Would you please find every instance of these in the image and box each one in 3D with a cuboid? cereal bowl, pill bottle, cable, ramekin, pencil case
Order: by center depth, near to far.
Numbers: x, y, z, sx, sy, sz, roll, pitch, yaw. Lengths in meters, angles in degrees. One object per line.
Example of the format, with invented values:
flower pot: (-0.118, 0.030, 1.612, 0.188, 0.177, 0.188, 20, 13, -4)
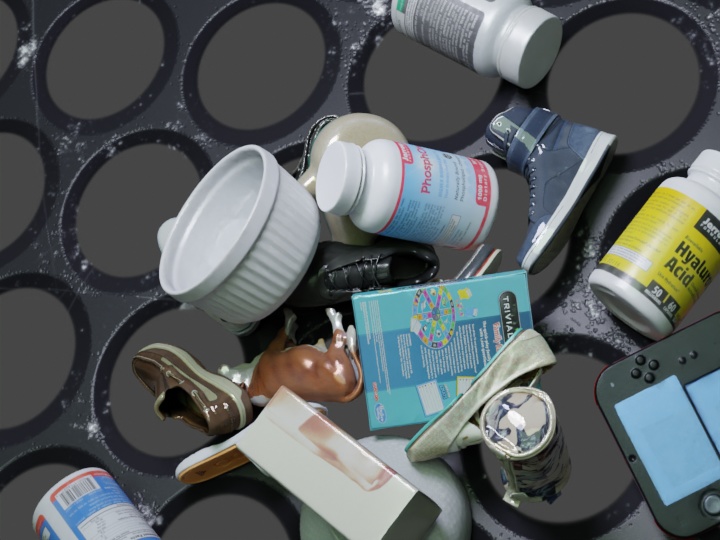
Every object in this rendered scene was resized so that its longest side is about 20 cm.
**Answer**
pencil case: (0.174, 0.187, 1.457, 0.077, 0.200, 0.090, 20, 73, 21)
pill bottle: (0.353, -0.032, 1.538, 0.111, 0.111, 0.201, 35, 83, 28)
cereal bowl: (0.020, 0.275, 1.542, 0.197, 0.083, 0.203, -7, 65, 16)
pill bottle: (-0.285, 0.335, 1.607, 0.112, 0.112, 0.200, -43, 61, -2)
pill bottle: (0.053, -0.091, 1.613, 0.198, 0.109, 0.110, 10, 68, -26)
ramekin: (-0.135, -0.035, 1.616, 0.200, 0.105, 0.202, -38, 34, 31)
pill bottle: (0.144, -0.310, 1.728, 0.199, 0.113, 0.114, 32, 81, 28)
cable: (-0.087, -0.115, 1.762, 0.200, 0.050, 0.097, -43, 65, -1)

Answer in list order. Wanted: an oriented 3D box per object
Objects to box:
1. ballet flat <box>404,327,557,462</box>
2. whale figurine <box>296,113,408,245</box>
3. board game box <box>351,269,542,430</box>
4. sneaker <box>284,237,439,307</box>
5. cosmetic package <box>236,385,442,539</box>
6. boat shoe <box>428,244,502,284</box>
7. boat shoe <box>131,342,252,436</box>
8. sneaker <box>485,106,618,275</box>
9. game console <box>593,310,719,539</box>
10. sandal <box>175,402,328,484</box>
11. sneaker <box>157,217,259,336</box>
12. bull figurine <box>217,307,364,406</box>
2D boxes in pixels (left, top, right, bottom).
ballet flat: (0.132, 0.149, 1.500, 0.200, 0.067, 0.062, -47, 73, 5)
whale figurine: (-0.008, -0.090, 1.706, 0.157, 0.104, 0.203, 5, 90, -15)
board game box: (0.098, 0.089, 1.559, 0.197, 0.047, 0.153, -8, 93, 4)
sneaker: (0.000, 0.000, 1.624, 0.197, 0.091, 0.077, -14, 100, -9)
cosmetic package: (-0.022, 0.221, 1.475, 0.199, 0.103, 0.088, 35, 83, 27)
boat shoe: (0.091, 0.047, 1.622, 0.062, 0.071, 0.201, 36, 89, 24)
boat shoe: (-0.219, 0.143, 1.657, 0.201, 0.076, 0.074, 17, 34, 42)
sneaker: (0.195, -0.101, 1.634, 0.145, 0.077, 0.204, 26, 69, 15)
game console: (0.361, 0.166, 1.477, 0.175, 0.031, 0.202, -27, 74, 7)
sandal: (-0.120, 0.220, 1.623, 0.205, 0.079, 0.060, -29, 62, 16)
sneaker: (-0.195, -0.004, 1.742, 0.073, 0.071, 0.200, -44, 61, -3)
bull figurine: (-0.074, 0.109, 1.648, 0.198, 0.065, 0.123, 2, 66, 29)
